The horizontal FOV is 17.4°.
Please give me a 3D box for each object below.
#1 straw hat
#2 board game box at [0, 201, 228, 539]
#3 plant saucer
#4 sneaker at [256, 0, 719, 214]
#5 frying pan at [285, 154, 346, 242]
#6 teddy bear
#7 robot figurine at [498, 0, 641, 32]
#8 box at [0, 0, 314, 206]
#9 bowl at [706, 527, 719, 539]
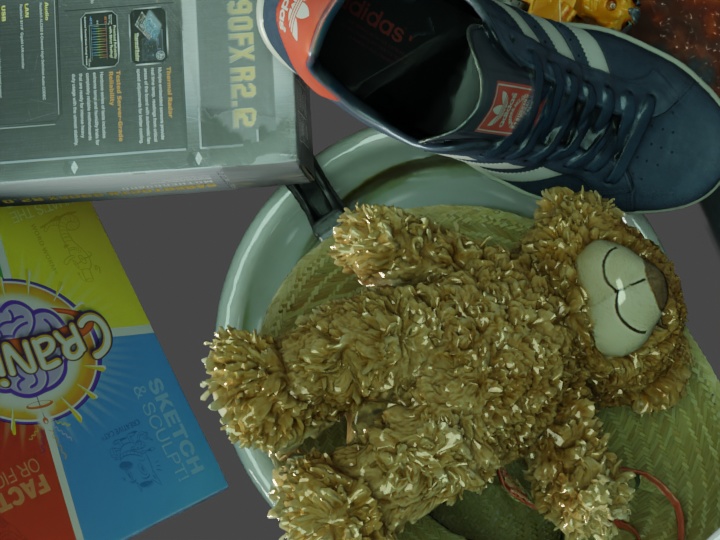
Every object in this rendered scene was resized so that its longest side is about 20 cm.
[{"bbox_3d":[0.045,0.079,0.903,0.200,0.085,0.202,8,52,-10],"label":"straw hat"},{"bbox_3d":[-0.157,0.031,0.981,0.040,0.153,0.201,-29,87,39],"label":"board game box"},{"bbox_3d":[0.040,0.034,0.999,0.199,0.050,0.201,0,90,10],"label":"plant saucer"},{"bbox_3d":[0.057,-0.064,0.885,0.199,0.085,0.075,17,103,-14],"label":"sneaker"},{"bbox_3d":[0.017,-0.003,0.965,0.114,0.031,0.191,-13,92,9],"label":"frying pan"},{"bbox_3d":[0.040,0.034,0.837,0.199,0.067,0.145,-6,58,-20],"label":"teddy bear"},{"bbox_3d":[0.026,-0.136,0.978,0.199,0.058,0.146,22,92,18],"label":"robot figurine"},{"bbox_3d":[-0.103,-0.131,0.949,0.158,0.048,0.201,-5,83,6],"label":"box"},{"bbox_3d":[0.188,0.151,0.803,0.200,0.105,0.202,1,96,6],"label":"bowl"}]
